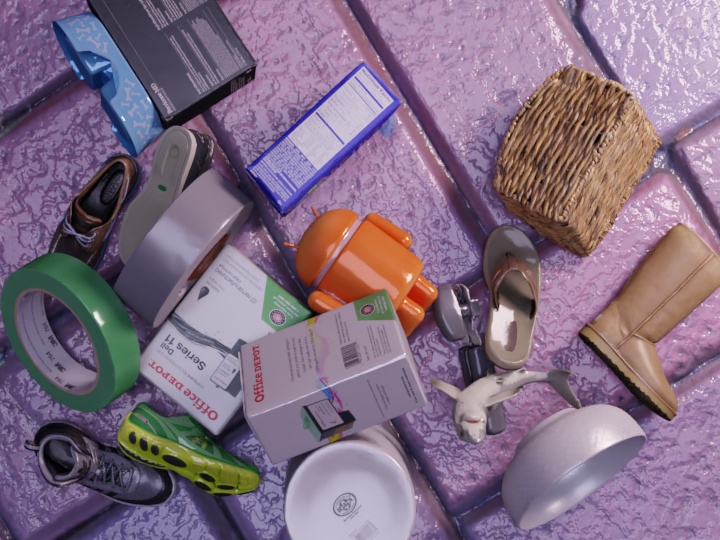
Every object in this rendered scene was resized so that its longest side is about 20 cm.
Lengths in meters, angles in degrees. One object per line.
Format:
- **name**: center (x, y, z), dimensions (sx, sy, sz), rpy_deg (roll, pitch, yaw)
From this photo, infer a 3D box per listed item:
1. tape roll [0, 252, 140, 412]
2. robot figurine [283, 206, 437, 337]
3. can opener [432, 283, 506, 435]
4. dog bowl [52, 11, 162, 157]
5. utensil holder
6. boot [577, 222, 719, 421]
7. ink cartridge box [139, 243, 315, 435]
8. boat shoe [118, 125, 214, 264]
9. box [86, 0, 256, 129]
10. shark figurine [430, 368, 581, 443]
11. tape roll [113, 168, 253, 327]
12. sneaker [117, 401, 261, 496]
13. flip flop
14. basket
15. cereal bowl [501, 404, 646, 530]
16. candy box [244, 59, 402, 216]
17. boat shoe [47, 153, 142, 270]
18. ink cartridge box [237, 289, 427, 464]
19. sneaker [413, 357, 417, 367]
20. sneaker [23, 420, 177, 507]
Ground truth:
- **tape roll**: center (-0.362, 0.078, 1.429), dimensions (0.201, 0.200, 0.048), rpy_deg (52, 45, 1)
- **robot figurine**: center (0.001, -0.001, 1.468), dimensions (0.199, 0.117, 0.145), rpy_deg (35, 94, -1)
- **can opener**: center (0.135, 0.117, 1.491), dimensions (0.066, 0.053, 0.203), rpy_deg (-11, 88, -21)
- **dog bowl**: center (-0.322, -0.243, 1.476), dimensions (0.049, 0.111, 0.201), rpy_deg (-32, 89, -15)
- **utensil holder**: center (-0.015, 0.277, 1.416), dimensions (0.167, 0.200, 0.173), rpy_deg (0, 88, 0)
- **boot**: center (0.408, 0.068, 1.496), dimensions (0.200, 0.066, 0.175), rpy_deg (-44, 90, -3)
- **ink cartridge box**: center (-0.175, 0.089, 1.477), dimensions (0.146, 0.083, 0.201), rpy_deg (38, 89, 1)
- **boat shoe**: center (-0.249, -0.090, 1.489), dimensions (0.071, 0.067, 0.202), rpy_deg (33, 105, 20)
- **box**: center (-0.245, -0.304, 1.485), dimensions (0.140, 0.079, 0.201), rpy_deg (-33, 89, -11)
- **shark figurine**: center (0.173, 0.173, 1.447), dimensions (0.213, 0.127, 0.091), rpy_deg (-19, 119, -37)
- **tape roll**: center (-0.217, -0.027, 1.421), dimensions (0.066, 0.200, 0.201), rpy_deg (38, 88, 1)
- **sneaker**: center (-0.211, 0.225, 1.473), dimensions (0.198, 0.074, 0.084), rpy_deg (29, 46, -16)
- **flip flop**: center (0.195, 0.029, 1.473), dimensions (0.080, 0.058, 0.202), rpy_deg (9, 61, -1)
- **basket**: center (0.274, -0.144, 1.501), dimensions (0.142, 0.149, 0.201), rpy_deg (30, 88, 33)
- **cereal bowl**: center (0.254, 0.232, 1.433), dimensions (0.199, 0.200, 0.084), rpy_deg (-34, 66, -2)
- **candy box**: center (-0.048, -0.162, 1.444), dimensions (0.200, 0.169, 0.077), rpy_deg (-42, 93, -2)
- **boat shoe**: center (-0.355, -0.065, 1.484), dimensions (0.072, 0.072, 0.202), rpy_deg (27, 89, -1)
- **ink cartridge box**: center (-0.036, 0.124, 1.361), dimensions (0.198, 0.145, 0.085), rpy_deg (-22, 121, 3)
- **sneaker**: center (-0.024, 0.137, 1.469), dimensions (0.197, 0.099, 0.079), rpy_deg (-15, 89, -1)
- **sneaker**: center (-0.332, 0.254, 1.455), dimensions (0.198, 0.114, 0.076), rpy_deg (22, 88, 0)
